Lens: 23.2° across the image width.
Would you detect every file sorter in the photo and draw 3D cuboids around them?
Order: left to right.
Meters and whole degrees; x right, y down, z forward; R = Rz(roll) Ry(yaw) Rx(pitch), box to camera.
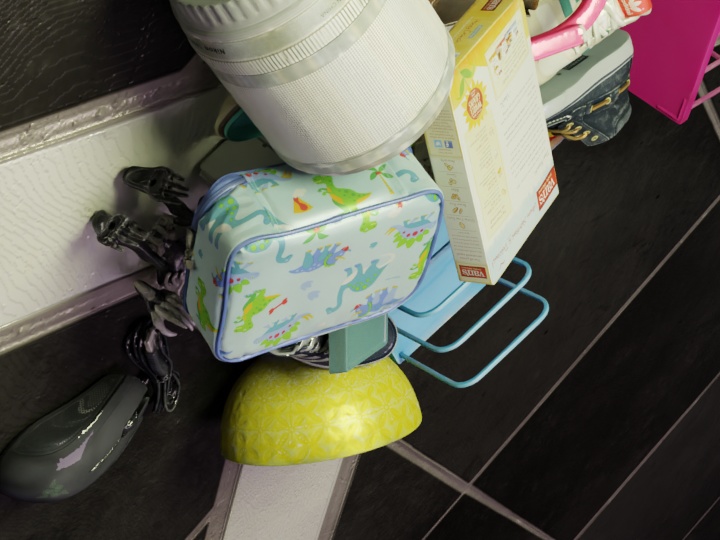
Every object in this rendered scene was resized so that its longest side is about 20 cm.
[{"bbox_3d":[0.072,-0.011,1.660,0.139,0.123,0.200,-42,125,-17],"label":"file sorter"},{"bbox_3d":[0.329,-0.282,1.764,0.125,0.139,0.200,-32,149,-36],"label":"file sorter"}]

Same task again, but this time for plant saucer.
[{"bbox_3d":[0.000,0.000,1.532,0.070,0.019,0.200,-33,136,-37],"label":"plant saucer"}]

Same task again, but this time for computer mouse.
[{"bbox_3d":[-0.234,0.143,1.566,0.200,0.053,0.139,-38,152,-20],"label":"computer mouse"}]

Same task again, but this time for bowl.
[{"bbox_3d":[-0.046,0.110,1.712,0.200,0.200,0.108,-19,104,-44],"label":"bowl"}]

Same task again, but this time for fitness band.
[{"bbox_3d":[0.126,-0.248,1.500,0.199,0.037,0.144,-19,104,-16],"label":"fitness band"}]

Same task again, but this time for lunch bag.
[{"bbox_3d":[-0.041,-0.014,1.389,0.200,0.083,0.161,-17,143,-25],"label":"lunch bag"}]

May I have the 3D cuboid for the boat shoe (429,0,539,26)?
[{"bbox_3d":[0.128,-0.261,1.558,0.200,0.072,0.072,-34,148,-29],"label":"boat shoe"}]

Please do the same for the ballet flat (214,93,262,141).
[{"bbox_3d":[-0.039,-0.171,1.432,0.200,0.070,0.070,-27,148,-12],"label":"ballet flat"}]

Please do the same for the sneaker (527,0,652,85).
[{"bbox_3d":[0.212,-0.243,1.617,0.200,0.093,0.070,-51,131,-31],"label":"sneaker"}]

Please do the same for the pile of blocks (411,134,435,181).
[{"bbox_3d":[0.031,-0.104,1.458,0.082,0.062,0.200,-36,147,10],"label":"pile of blocks"}]

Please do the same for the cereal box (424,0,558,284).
[{"bbox_3d":[0.106,-0.109,1.448,0.144,0.039,0.200,-50,137,-43],"label":"cereal box"}]

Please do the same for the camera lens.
[{"bbox_3d":[-0.034,-0.179,1.281,0.160,0.160,0.200,-45,134,-7],"label":"camera lens"}]

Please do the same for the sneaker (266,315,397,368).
[{"bbox_3d":[-0.041,0.051,1.581,0.199,0.108,0.070,13,87,-24],"label":"sneaker"}]

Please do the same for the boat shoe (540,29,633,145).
[{"bbox_3d":[0.193,-0.149,1.658,0.200,0.071,0.091,-33,127,-34],"label":"boat shoe"}]

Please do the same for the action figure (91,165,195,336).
[{"bbox_3d":[-0.143,-0.004,1.460,0.119,0.102,0.200,-49,150,-6],"label":"action figure"}]

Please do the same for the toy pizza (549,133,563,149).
[{"bbox_3d":[0.175,-0.193,1.697,0.200,0.032,0.201,-23,125,-37],"label":"toy pizza"}]

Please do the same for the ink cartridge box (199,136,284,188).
[{"bbox_3d":[-0.026,-0.103,1.522,0.200,0.083,0.147,-45,152,-6],"label":"ink cartridge box"}]
